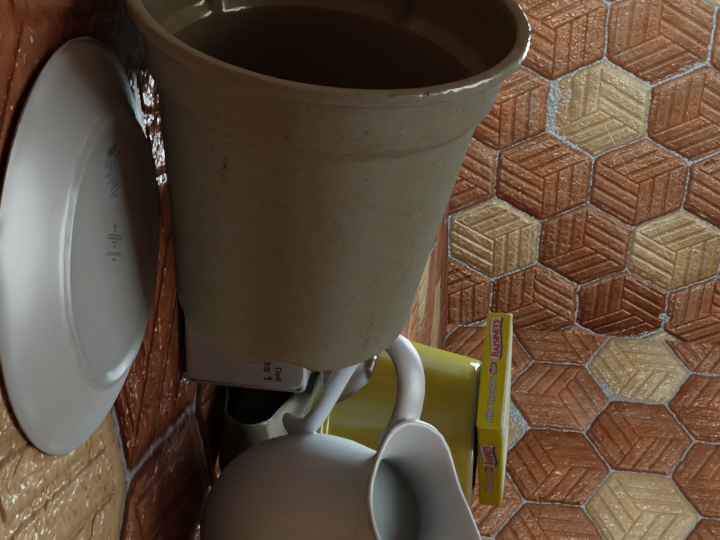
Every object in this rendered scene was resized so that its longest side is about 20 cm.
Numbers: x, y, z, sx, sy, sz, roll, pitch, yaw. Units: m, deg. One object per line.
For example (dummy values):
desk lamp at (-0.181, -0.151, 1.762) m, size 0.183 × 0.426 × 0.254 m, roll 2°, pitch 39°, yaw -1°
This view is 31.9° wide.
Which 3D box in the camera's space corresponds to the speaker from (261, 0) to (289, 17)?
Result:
speaker at (-0.062, -0.217, 0.786) m, size 0.081 × 0.080 × 0.201 m, roll 83°, pitch 13°, yaw -55°

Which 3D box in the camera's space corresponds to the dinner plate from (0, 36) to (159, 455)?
dinner plate at (-0.127, -0.011, 0.613) m, size 0.200 × 0.024 × 0.202 m, roll 3°, pitch 90°, yaw -83°

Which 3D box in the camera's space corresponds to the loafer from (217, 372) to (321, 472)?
loafer at (-0.060, 0.067, 0.963) m, size 0.068 × 0.075 × 0.201 m, roll 95°, pitch 4°, yaw -52°

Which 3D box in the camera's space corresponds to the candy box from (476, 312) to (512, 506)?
candy box at (0.117, 0.125, 1.096) m, size 0.200 × 0.026 × 0.103 m, roll 79°, pitch 19°, yaw -61°

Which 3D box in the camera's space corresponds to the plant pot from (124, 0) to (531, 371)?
plant pot at (-0.027, -0.058, 0.664) m, size 0.201 × 0.199 × 0.185 m, roll -75°, pitch 176°, yaw -56°

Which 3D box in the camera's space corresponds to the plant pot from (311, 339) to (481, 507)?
plant pot at (0.010, 0.138, 1.114) m, size 0.201 × 0.187 × 0.203 m, roll 5°, pitch 90°, yaw -82°

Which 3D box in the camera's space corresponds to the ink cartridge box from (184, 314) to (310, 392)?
ink cartridge box at (-0.060, -0.026, 0.879) m, size 0.200 × 0.083 × 0.146 m, roll -70°, pitch 163°, yaw -67°

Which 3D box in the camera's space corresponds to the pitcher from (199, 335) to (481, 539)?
pitcher at (-0.021, 0.138, 0.828) m, size 0.121 × 0.199 × 0.173 m, roll 6°, pitch 72°, yaw -39°

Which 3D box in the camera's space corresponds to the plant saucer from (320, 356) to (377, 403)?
plant saucer at (0.000, 0.000, 0.923) m, size 0.200 × 0.032 × 0.202 m, roll 6°, pitch 90°, yaw -84°
